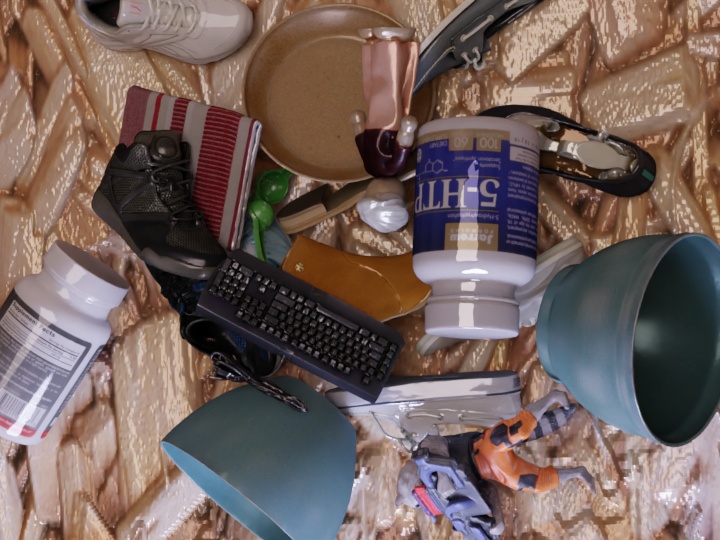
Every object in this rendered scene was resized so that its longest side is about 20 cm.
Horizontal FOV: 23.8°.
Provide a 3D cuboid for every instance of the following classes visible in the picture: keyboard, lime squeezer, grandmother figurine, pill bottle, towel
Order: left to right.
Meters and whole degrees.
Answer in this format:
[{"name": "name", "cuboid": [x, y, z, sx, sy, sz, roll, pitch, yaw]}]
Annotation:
[{"name": "pill bottle", "cuboid": [-0.339, 0.076, 1.827, 0.116, 0.116, 0.200, 35, 95, 16]}, {"name": "towel", "cuboid": [-0.185, -0.108, 1.796, 0.200, 0.023, 0.144, 18, 102, 39]}, {"name": "lime squeezer", "cuboid": [-0.086, -0.071, 1.770, 0.071, 0.038, 0.200, 2, 47, 28]}, {"name": "keyboard", "cuboid": [-0.068, 0.073, 1.663, 0.200, 0.021, 0.127, 27, 77, -1]}, {"name": "grandmother figurine", "cuboid": [0.027, -0.137, 1.677, 0.061, 0.121, 0.200, 0, 96, -15]}, {"name": "pill bottle", "cuboid": [0.110, -0.038, 1.633, 0.120, 0.120, 0.200, -1, 81, 17]}]

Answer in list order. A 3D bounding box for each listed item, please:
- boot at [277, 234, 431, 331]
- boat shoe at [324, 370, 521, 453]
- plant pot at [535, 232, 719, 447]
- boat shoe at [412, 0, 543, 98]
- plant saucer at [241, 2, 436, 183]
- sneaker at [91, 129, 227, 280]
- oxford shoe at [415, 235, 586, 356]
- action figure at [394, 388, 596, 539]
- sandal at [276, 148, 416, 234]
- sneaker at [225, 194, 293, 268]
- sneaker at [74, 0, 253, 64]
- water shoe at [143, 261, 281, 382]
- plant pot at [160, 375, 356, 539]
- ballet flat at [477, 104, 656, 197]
[{"name": "boot", "cuboid": [0.000, 0.000, 1.718, 0.144, 0.071, 0.201, 35, 80, -6]}, {"name": "boat shoe", "cuboid": [0.064, 0.151, 1.729, 0.202, 0.075, 0.086, -5, 94, 9]}, {"name": "plant pot", "cuboid": [0.252, 0.058, 1.623, 0.134, 0.200, 0.200, 8, 88, 39]}, {"name": "boat shoe", "cuboid": [0.111, -0.236, 1.730, 0.062, 0.073, 0.200, 44, 84, 0]}, {"name": "plant saucer", "cuboid": [-0.022, -0.179, 1.769, 0.200, 0.035, 0.200, 0, 73, 1]}, {"name": "sneaker", "cuboid": [-0.197, -0.072, 1.742, 0.199, 0.076, 0.114, 41, 121, 39]}, {"name": "oxford shoe", "cuboid": [0.145, 0.038, 1.709, 0.200, 0.075, 0.058, -32, 89, 11]}, {"name": "action figure", "cuboid": [0.129, 0.203, 1.678, 0.193, 0.200, 0.105, -14, 41, 11]}, {"name": "sandal", "cuboid": [0.020, -0.069, 1.768, 0.212, 0.078, 0.070, -21, 111, 21]}, {"name": "sneaker", "cuboid": [-0.107, -0.019, 1.782, 0.200, 0.082, 0.074, 45, 98, 15]}, {"name": "sneaker", "cuboid": [-0.216, -0.267, 1.824, 0.200, 0.099, 0.078, 2, 86, 17]}, {"name": "water shoe", "cuboid": [-0.163, 0.035, 1.788, 0.200, 0.079, 0.072, 41, 119, 16]}, {"name": "plant pot", "cuboid": [-0.082, 0.185, 1.715, 0.200, 0.200, 0.135, 35, 75, 16]}, {"name": "ballet flat", "cuboid": [0.198, -0.125, 1.706, 0.200, 0.073, 0.073, 19, 91, 18]}]
